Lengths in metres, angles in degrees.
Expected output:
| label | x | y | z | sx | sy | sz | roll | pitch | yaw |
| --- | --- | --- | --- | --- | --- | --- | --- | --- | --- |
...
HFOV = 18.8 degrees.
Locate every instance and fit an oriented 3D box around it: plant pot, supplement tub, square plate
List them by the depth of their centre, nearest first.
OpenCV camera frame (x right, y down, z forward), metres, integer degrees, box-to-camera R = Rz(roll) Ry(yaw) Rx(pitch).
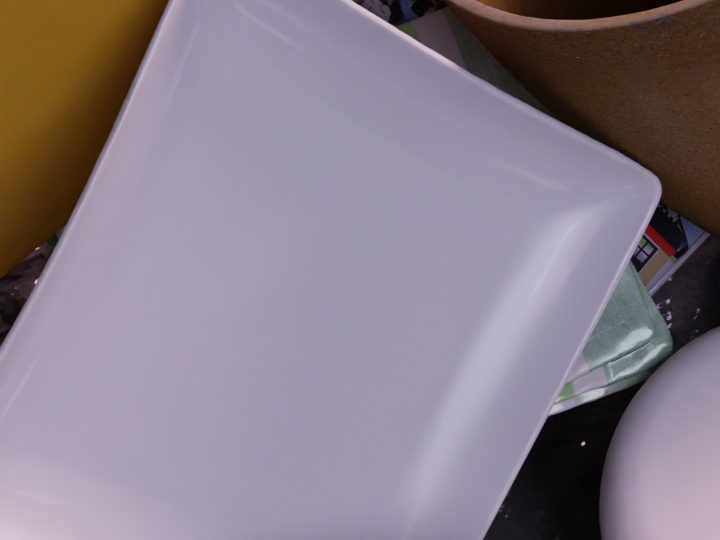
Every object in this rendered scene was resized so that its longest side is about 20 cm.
| label | x | y | z | sx | sy | sz | roll | pitch | yaw |
| --- | --- | --- | --- | --- | --- | --- | --- | --- | --- |
| square plate | -0.020 | 0.021 | 0.688 | 0.198 | 0.028 | 0.201 | 26 | 93 | -34 |
| plant pot | 0.139 | -0.094 | 0.760 | 0.187 | 0.186 | 0.200 | -50 | 135 | -11 |
| supplement tub | 0.174 | 0.122 | 0.817 | 0.145 | 0.145 | 0.200 | -45 | 146 | -14 |

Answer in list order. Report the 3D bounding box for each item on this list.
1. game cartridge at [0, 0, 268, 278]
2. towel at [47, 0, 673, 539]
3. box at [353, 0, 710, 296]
| label | x | y | z | sx | sy | sz | roll | pitch | yaw |
| --- | --- | --- | --- | --- | --- | --- | --- | --- | --- |
| game cartridge | -0.155 | -0.054 | 0.653 | 0.200 | 0.033 | 0.176 | -37 | 138 | 18 |
| towel | 0.000 | 0.000 | 0.760 | 0.199 | 0.023 | 0.153 | -23 | 88 | -21 |
| box | 0.067 | -0.081 | 0.836 | 0.110 | 0.035 | 0.200 | -45 | 113 | -14 |
